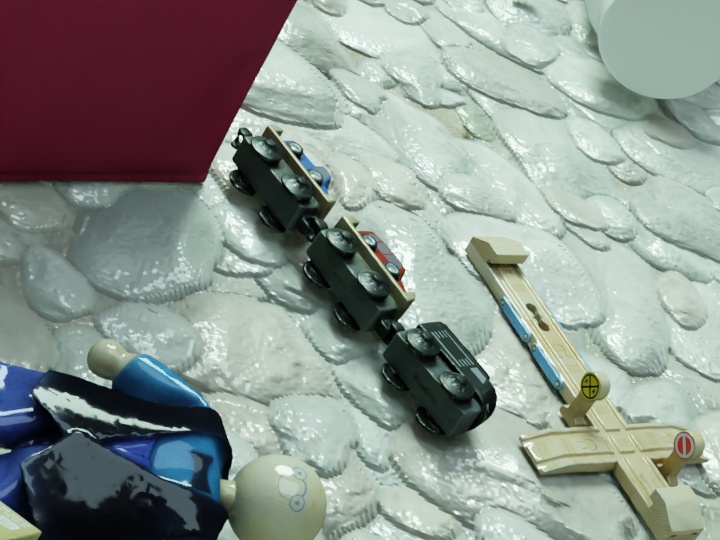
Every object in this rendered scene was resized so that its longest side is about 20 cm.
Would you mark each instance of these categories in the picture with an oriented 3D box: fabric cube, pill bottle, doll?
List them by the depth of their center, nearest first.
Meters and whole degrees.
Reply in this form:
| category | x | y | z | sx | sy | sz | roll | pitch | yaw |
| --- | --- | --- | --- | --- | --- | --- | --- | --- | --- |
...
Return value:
| category | x | y | z | sx | sy | sz | roll | pitch | yaw |
| --- | --- | --- | --- | --- | --- | --- | --- | --- | --- |
| doll | -0.107 | 0.077 | 0.665 | 0.200 | 0.048 | 0.136 | 14 | 48 | -22 |
| fabric cube | -0.151 | -0.174 | 0.818 | 0.196 | 0.199 | 0.200 | -3 | 47 | -42 |
| pill bottle | 0.210 | -0.202 | 1.211 | 0.114 | 0.114 | 0.200 | 26 | 34 | -8 |

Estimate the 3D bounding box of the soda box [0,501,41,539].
| category | x | y | z | sx | sy | sz | roll | pitch | yaw |
| --- | --- | --- | --- | --- | --- | --- | --- | --- | --- |
| soda box | -0.207 | 0.055 | 0.569 | 0.200 | 0.064 | 0.068 | 34 | 3 | 11 |

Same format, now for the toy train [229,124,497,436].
| category | x | y | z | sx | sy | sz | roll | pitch | yaw |
| --- | --- | --- | --- | --- | --- | --- | --- | --- | --- |
| toy train | 0.000 | 0.000 | 0.860 | 0.046 | 0.034 | 0.200 | -7 | 49 | -47 |

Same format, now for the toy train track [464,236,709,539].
| category | x | y | z | sx | sy | sz | roll | pitch | yaw |
| --- | --- | --- | --- | --- | --- | --- | --- | --- | --- |
| toy train track | 0.113 | 0.048 | 0.889 | 0.115 | 0.033 | 0.200 | 1 | 43 | -38 |
